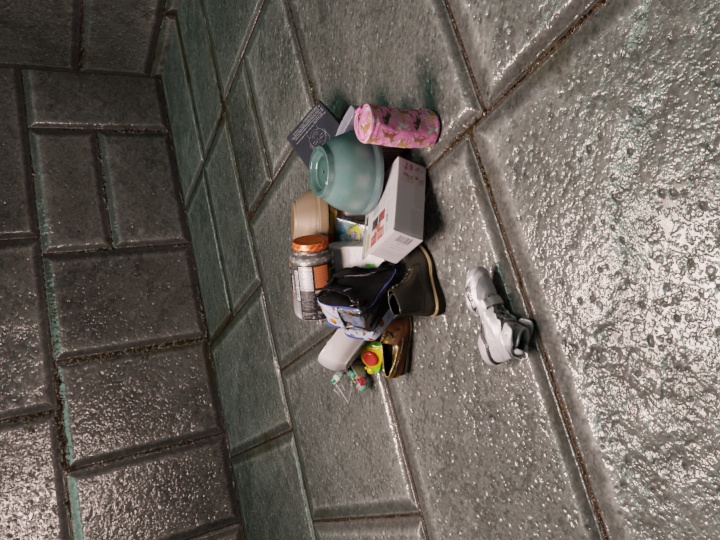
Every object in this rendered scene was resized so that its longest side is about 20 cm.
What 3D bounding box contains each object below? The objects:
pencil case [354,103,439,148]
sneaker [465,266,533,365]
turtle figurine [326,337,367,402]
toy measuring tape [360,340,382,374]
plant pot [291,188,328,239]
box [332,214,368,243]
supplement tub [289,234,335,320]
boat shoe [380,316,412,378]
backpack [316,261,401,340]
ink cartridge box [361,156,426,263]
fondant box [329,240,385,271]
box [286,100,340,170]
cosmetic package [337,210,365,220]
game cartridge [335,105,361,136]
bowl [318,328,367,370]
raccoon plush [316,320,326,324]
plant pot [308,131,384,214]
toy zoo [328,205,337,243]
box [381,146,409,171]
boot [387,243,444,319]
[{"bbox_3d":[0.082,-0.324,1.325,0.087,0.195,0.084,54,137,42],"label":"pencil case"},{"bbox_3d":[0.280,0.087,1.179,0.114,0.074,0.206,-14,88,59],"label":"sneaker"},{"bbox_3d":[-0.028,0.293,1.735,0.099,0.150,0.203,-29,59,11],"label":"turtle figurine"},{"bbox_3d":[0.045,0.198,1.613,0.074,0.072,0.204,48,131,45],"label":"toy measuring tape"},{"bbox_3d":[-0.148,-0.142,1.668,0.201,0.090,0.207,180,90,-78],"label":"plant pot"},{"bbox_3d":[-0.014,-0.039,1.636,0.133,0.038,0.205,16,113,20],"label":"box"},{"bbox_3d":[-0.123,0.017,1.550,0.122,0.120,0.206,26,124,56],"label":"supplement tub"},{"bbox_3d":[0.089,0.175,1.513,0.071,0.067,0.206,-1,93,40],"label":"boat shoe"},{"bbox_3d":[-0.005,0.073,1.462,0.187,0.200,0.157,9,126,34],"label":"backpack"},{"bbox_3d":[0.079,-0.134,1.416,0.175,0.082,0.205,138,143,-55],"label":"ink cartridge box"},{"bbox_3d":[0.000,0.000,1.571,0.196,0.058,0.148,1,108,36],"label":"fondant box"},{"bbox_3d":[-0.097,-0.353,1.669,0.148,0.106,0.201,-44,49,11],"label":"box"},{"bbox_3d":[-0.038,-0.140,1.699,0.101,0.070,0.205,36,126,52],"label":"cosmetic package"},{"bbox_3d":[-0.006,-0.332,1.546,0.041,0.130,0.203,-115,34,-41],"label":"game cartridge"},{"bbox_3d":[-0.027,0.191,1.617,0.074,0.201,0.201,36,166,10],"label":"bowl"},{"bbox_3d":[-0.087,0.110,1.741,0.200,0.131,0.099,153,101,-71],"label":"raccoon plush"},{"bbox_3d":[-0.046,-0.239,1.433,0.199,0.131,0.207,9,100,61],"label":"plant pot"},{"bbox_3d":[-0.094,-0.123,1.692,0.132,0.020,0.205,-118,32,-62],"label":"toy zoo"},{"bbox_3d":[0.054,-0.296,1.480,0.201,0.098,0.076,-57,48,47],"label":"box"},{"bbox_3d":[0.109,0.016,1.400,0.078,0.135,0.204,-55,48,48],"label":"boot"}]
